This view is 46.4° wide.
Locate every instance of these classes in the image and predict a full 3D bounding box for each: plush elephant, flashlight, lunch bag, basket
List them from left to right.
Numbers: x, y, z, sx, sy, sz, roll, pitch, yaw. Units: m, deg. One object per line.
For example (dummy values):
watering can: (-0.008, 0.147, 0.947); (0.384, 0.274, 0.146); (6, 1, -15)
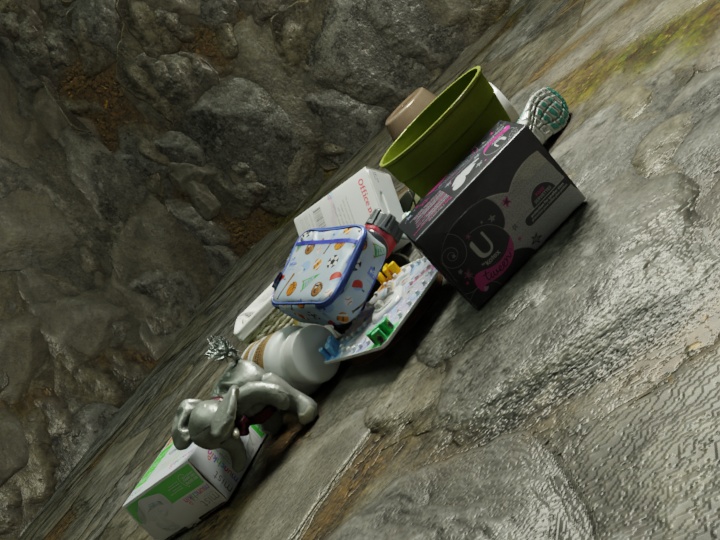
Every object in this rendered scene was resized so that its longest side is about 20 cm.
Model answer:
plush elephant: (-0.188, 0.217, 1.248); (0.163, 0.200, 0.156); (-18, 32, 50)
basket: (-0.143, 0.086, 1.679); (0.200, 0.123, 0.136); (-44, 11, 1)
lunch bag: (-0.054, 0.002, 1.319); (0.198, 0.075, 0.163); (1, 61, 53)
flashlight: (0.000, 0.000, 1.369); (0.202, 0.067, 0.068); (-59, 6, -12)

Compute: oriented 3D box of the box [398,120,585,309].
box: (0.168, -0.074, 1.090); (0.200, 0.132, 0.115); (-45, 15, 4)

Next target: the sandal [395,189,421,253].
sandal: (0.076, -0.076, 1.620); (0.201, 0.080, 0.057); (-45, -25, 19)

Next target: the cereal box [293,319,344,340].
cereal box: (-0.068, 0.057, 1.488); (0.039, 0.147, 0.199); (-6, -11, -29)

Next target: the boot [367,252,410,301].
boot: (0.033, 0.000, 1.501); (0.199, 0.068, 0.131); (-36, 10, 41)

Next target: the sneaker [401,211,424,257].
sneaker: (0.108, -0.062, 1.375); (0.075, 0.089, 0.200); (-44, 11, -6)

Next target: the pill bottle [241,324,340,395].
pill bottle: (-0.115, 0.152, 1.371); (0.115, 0.114, 0.199); (-52, 13, -31)

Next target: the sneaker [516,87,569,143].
sneaker: (0.271, -0.223, 1.390); (0.201, 0.078, 0.091); (-50, 8, -28)

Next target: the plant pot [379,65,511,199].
plant pot: (0.163, -0.155, 1.230); (0.200, 0.193, 0.201); (-43, 11, 11)

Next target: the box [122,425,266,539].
box: (-0.265, 0.323, 1.377); (0.199, 0.097, 0.177); (-37, 12, 34)

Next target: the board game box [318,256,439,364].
board game box: (0.036, 0.045, 1.240); (0.201, 0.026, 0.199); (-51, 12, -27)

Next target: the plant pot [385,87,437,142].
plant pot: (0.150, -0.292, 1.808); (0.200, 0.175, 0.201); (-41, 12, 11)

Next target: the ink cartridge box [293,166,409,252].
ink cartridge box: (-0.016, -0.077, 1.596); (0.198, 0.150, 0.085); (-31, -21, 30)

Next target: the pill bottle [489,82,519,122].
pill bottle: (0.208, -0.261, 1.641); (0.200, 0.114, 0.114); (-44, 11, 9)

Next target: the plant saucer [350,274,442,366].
plant saucer: (0.044, 0.063, 1.310); (0.200, 0.037, 0.201); (-44, 11, 10)
